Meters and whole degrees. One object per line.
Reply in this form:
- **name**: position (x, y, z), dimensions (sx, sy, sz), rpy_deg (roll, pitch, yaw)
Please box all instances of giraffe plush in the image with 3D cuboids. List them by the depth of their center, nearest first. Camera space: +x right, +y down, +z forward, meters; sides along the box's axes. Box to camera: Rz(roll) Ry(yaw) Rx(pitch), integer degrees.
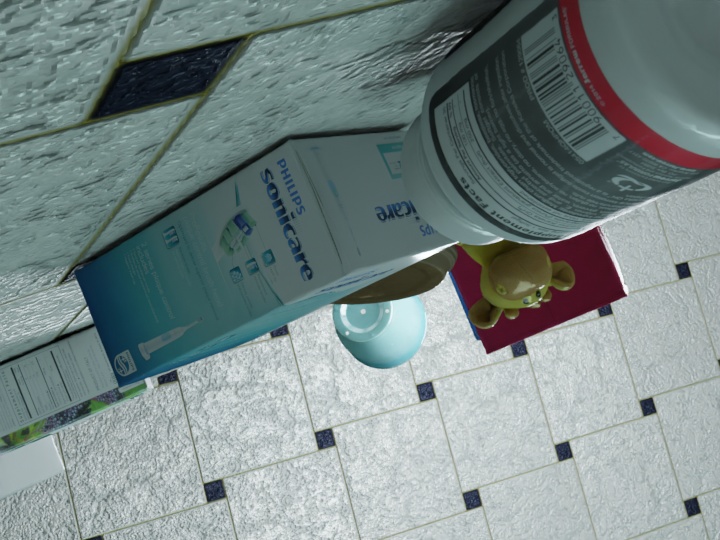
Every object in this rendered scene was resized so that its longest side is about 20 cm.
- **giraffe plush**: position (0.152, -0.027, 1.105), dimensions (0.172, 0.163, 0.200), rpy_deg (-25, 176, 22)

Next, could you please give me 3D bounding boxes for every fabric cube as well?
- **fabric cube**: position (0.226, -0.025, 1.336), dimensions (0.200, 0.200, 0.196), rpy_deg (-24, 178, 13)

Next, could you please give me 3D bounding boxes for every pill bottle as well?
- **pill bottle**: position (0.095, -0.075, 0.450), dimensions (0.110, 0.111, 0.200), rpy_deg (-22, 176, -26)

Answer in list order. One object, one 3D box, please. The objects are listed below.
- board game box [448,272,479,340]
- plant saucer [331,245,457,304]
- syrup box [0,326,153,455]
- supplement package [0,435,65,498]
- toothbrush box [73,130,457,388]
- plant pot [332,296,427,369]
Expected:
- **board game box**: position (0.237, -0.005, 1.695), dimensions (0.196, 0.201, 0.056), rpy_deg (-19, 176, -43)
- **plant saucer**: position (0.000, 0.000, 1.014), dimensions (0.199, 0.030, 0.200), rpy_deg (-2, 163, -1)
- **syrup box**: position (-0.316, 0.123, 0.991), dimensions (0.200, 0.082, 0.079), rpy_deg (-24, 176, -10)
- **supplement package**: position (-0.514, 0.253, 1.324), dimensions (0.200, 0.122, 0.120), rpy_deg (-26, 175, 34)
- **toothbrush box**: position (-0.059, -0.009, 0.644), dimensions (0.200, 0.086, 0.146), rpy_deg (-25, 175, 34)
- **plant pot**: position (0.027, 0.102, 2.167), dimensions (0.200, 0.201, 0.188), rpy_deg (-24, 161, 11)
